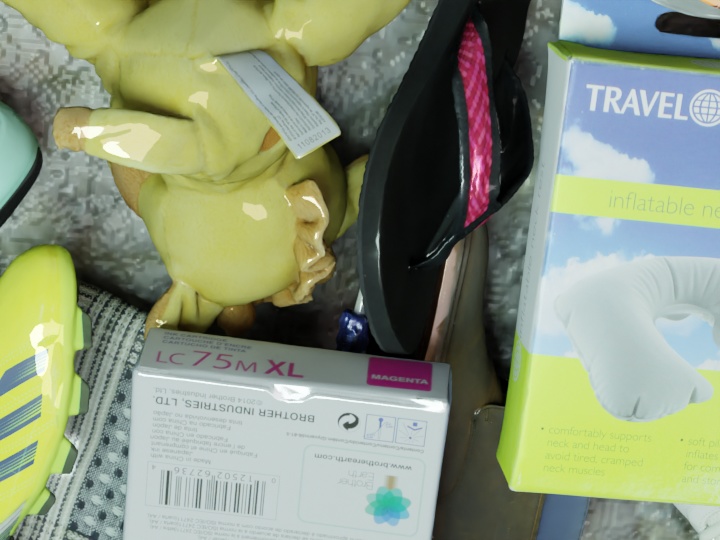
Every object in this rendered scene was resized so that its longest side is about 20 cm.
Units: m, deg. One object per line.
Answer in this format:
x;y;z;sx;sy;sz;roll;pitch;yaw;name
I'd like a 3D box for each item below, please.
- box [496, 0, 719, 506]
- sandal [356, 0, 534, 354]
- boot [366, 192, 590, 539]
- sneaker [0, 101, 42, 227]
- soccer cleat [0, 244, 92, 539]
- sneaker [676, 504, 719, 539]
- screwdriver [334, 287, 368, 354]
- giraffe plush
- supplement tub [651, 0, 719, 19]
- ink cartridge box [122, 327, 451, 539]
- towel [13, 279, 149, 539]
0.127;-0.008;0.972;0.122;0.048;0.200;5;105;-7;box
0.046;-0.062;0.948;0.045;0.075;0.200;12;71;22;sandal
0.054;0.053;1.045;0.097;0.075;0.200;-1;120;-18;boot
-0.234;-0.011;0.960;0.140;0.078;0.200;37;83;-2;sneaker
-0.164;0.074;0.970;0.084;0.065;0.200;14;120;-19;soccer cleat
0.189;0.119;1.059;0.200;0.080;0.070;35;146;-15;sneaker
0.000;0.000;0.967;0.029;0.028;0.200;8;97;-16;screwdriver
-0.049;-0.061;0.949;0.172;0.200;0.162;-14;142;-7;giraffe plush
0.124;-0.164;0.895;0.122;0.200;0.123;-2;111;-6;supplement tub
-0.033;0.123;0.960;0.119;0.042;0.200;7;115;2;ink cartridge box
-0.092;0.124;1.028;0.192;0.035;0.200;27;107;7;towel
